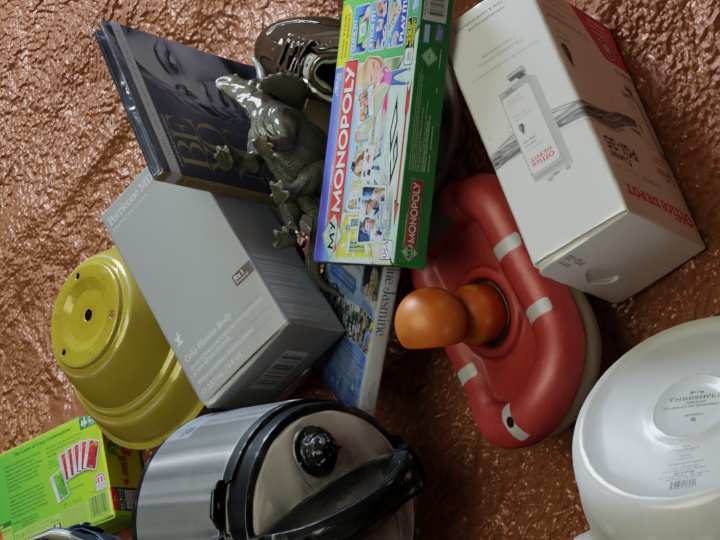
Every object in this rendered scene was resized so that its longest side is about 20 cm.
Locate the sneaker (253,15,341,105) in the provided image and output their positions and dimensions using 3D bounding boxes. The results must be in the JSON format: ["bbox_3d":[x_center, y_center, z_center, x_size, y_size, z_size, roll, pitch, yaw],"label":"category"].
[{"bbox_3d":[-0.026,-0.170,1.513,0.199,0.075,0.071,22,97,39],"label":"sneaker"}]

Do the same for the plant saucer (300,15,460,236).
[{"bbox_3d":[0.006,-0.116,1.546,0.199,0.029,0.202,-8,78,37],"label":"plant saucer"}]

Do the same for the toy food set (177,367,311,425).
[{"bbox_3d":[-0.137,0.062,1.612,0.143,0.060,0.201,-45,58,25],"label":"toy food set"}]

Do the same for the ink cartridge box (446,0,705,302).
[{"bbox_3d":[0.153,-0.092,1.344,0.082,0.146,0.201,-31,65,24],"label":"ink cartridge box"}]

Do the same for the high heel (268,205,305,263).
[{"bbox_3d":[-0.108,-0.043,1.610,0.200,0.067,0.097,-132,33,-52],"label":"high heel"}]

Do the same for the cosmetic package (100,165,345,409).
[{"bbox_3d":[-0.111,0.002,1.483,0.107,0.090,0.201,-46,62,21],"label":"cosmetic package"}]

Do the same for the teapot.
[{"bbox_3d":[0.248,0.137,1.238,0.197,0.146,0.200,-39,33,-10],"label":"teapot"}]

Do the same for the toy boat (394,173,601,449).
[{"bbox_3d":[0.081,0.034,1.347,0.131,0.130,0.201,-48,61,46],"label":"toy boat"}]

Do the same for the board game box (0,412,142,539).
[{"bbox_3d":[-0.284,0.207,1.716,0.199,0.047,0.102,-26,67,33],"label":"board game box"}]

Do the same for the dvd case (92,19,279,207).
[{"bbox_3d":[-0.115,-0.120,1.497,0.016,0.199,0.149,-40,60,29],"label":"dvd case"}]

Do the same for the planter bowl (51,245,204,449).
[{"bbox_3d":[-0.204,0.046,1.592,0.199,0.083,0.202,-17,64,40],"label":"planter bowl"}]

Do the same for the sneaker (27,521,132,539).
[{"bbox_3d":[-0.261,0.272,1.624,0.201,0.146,0.078,-26,69,35],"label":"sneaker"}]

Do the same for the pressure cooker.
[{"bbox_3d":[-0.056,0.184,1.386,0.199,0.178,0.177,-15,52,50],"label":"pressure cooker"}]

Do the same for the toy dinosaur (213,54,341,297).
[{"bbox_3d":[-0.047,-0.080,1.457,0.077,0.102,0.201,-35,90,45],"label":"toy dinosaur"}]

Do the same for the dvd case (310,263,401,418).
[{"bbox_3d":[0.000,0.000,1.461,0.143,0.017,0.202,-139,57,-68],"label":"dvd case"}]

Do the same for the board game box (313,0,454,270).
[{"bbox_3d":[0.016,-0.103,1.370,0.134,0.029,0.202,3,86,63],"label":"board game box"}]
